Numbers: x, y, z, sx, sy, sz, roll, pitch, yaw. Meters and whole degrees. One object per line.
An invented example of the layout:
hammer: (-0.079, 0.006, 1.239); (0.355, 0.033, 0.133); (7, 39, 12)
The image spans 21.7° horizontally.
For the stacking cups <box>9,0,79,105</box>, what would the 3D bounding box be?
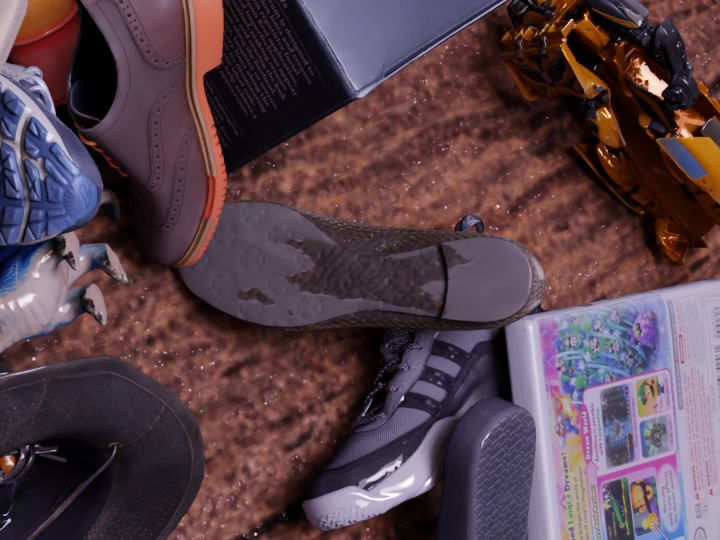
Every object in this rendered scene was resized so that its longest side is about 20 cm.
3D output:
stacking cups: (-0.188, -0.173, 0.925); (0.060, 0.060, 0.201); (-39, 127, -29)

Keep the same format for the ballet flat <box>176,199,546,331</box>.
ballet flat: (0.000, 0.000, 0.980); (0.046, 0.199, 0.068); (7, 86, -71)

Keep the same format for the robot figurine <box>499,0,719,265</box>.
robot figurine: (0.159, -0.087, 1.083); (0.200, 0.145, 0.058); (46, 74, -18)

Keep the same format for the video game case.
video game case: (0.157, 0.115, 1.060); (0.181, 0.024, 0.201); (-9, 95, -42)

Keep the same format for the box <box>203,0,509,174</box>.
box: (-0.020, -0.139, 0.960); (0.148, 0.200, 0.107); (-34, 96, -29)

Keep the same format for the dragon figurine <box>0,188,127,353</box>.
dragon figurine: (-0.169, 0.003, 0.898); (0.099, 0.200, 0.059); (-19, 114, 9)

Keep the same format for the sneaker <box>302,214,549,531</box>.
sneaker: (0.022, 0.049, 1.018); (0.200, 0.075, 0.114); (-36, 97, -35)

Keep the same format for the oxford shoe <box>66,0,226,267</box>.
oxford shoe: (-0.111, -0.075, 0.923); (0.072, 0.201, 0.071); (-22, 48, -24)

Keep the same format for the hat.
hat: (-0.165, 0.091, 0.786); (0.200, 0.201, 0.081); (-27, 55, -30)

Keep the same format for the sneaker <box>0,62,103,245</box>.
sneaker: (-0.172, -0.070, 0.882); (0.085, 0.200, 0.078); (-8, 117, -42)

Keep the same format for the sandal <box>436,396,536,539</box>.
sandal: (0.054, 0.160, 0.996); (0.076, 0.043, 0.201); (-9, 113, -51)

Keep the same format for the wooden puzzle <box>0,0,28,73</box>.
wooden puzzle: (-0.254, -0.055, 0.831); (0.037, 0.199, 0.186); (42, 60, -46)
